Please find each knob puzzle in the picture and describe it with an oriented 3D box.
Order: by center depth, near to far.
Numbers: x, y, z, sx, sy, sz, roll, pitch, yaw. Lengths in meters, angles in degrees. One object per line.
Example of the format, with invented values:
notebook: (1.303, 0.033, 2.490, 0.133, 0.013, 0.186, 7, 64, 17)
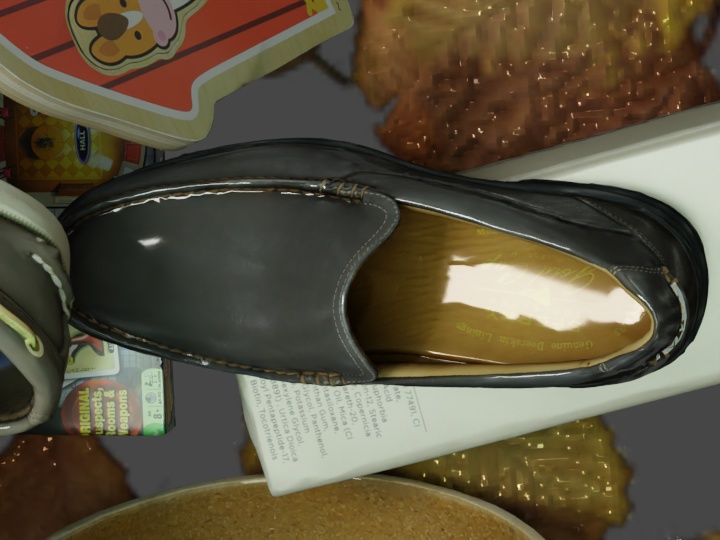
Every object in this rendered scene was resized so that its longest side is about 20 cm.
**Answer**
knob puzzle: (-0.084, -0.129, 0.773, 0.030, 0.219, 0.221, -20, 97, 36)

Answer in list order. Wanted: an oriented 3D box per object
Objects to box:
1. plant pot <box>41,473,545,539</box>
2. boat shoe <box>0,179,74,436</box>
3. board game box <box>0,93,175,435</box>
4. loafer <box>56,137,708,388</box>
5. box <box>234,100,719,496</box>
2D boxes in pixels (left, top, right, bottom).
plant pot: (-0.019, 0.194, 0.839, 0.185, 0.187, 0.201, -2, 113, 7)
boat shoe: (-0.167, -0.008, 0.695, 0.201, 0.060, 0.072, 18, 126, -24)
board game box: (-0.116, -0.045, 0.878, 0.104, 0.023, 0.201, 0, 99, 9)
loafer: (0.000, 0.000, 0.776, 0.199, 0.072, 0.073, -1, 97, 9)
box: (0.058, 0.004, 0.841, 0.199, 0.068, 0.083, -14, 97, 8)
